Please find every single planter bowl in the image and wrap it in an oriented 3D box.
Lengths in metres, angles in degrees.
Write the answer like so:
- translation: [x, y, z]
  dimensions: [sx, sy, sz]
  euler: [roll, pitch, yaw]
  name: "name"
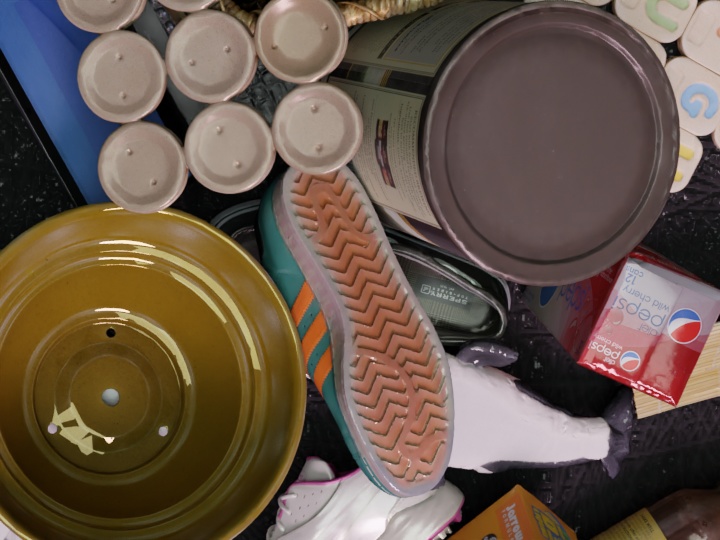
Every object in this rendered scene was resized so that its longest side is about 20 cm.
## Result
- translation: [-0.135, 0.068, 1.020]
  dimensions: [0.198, 0.083, 0.203]
  euler: [3, 81, -16]
  name: "planter bowl"

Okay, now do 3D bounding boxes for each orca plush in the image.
- translation: [0.075, 0.074, 1.129]
  dimensions: [0.198, 0.071, 0.106]
  euler: [-1, 119, -19]
  name: "orca plush"

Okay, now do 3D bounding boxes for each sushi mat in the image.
- translation: [0.265, 0.045, 1.138]
  dimensions: [0.198, 0.096, 0.012]
  euler: [-14, 60, -2]
  name: "sushi mat"

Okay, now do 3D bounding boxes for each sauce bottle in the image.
- translation: [0.191, 0.183, 1.159]
  dimensions: [0.199, 0.065, 0.065]
  euler: [-31, 100, 3]
  name: "sauce bottle"

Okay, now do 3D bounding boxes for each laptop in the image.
- translation: [-0.107, -0.144, 1.064]
  dimensions: [0.199, 0.103, 0.178]
  euler: [-28, 101, 1]
  name: "laptop"

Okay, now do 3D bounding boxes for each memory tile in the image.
- translation: [-0.087, -0.140, 0.980]
  dimensions: [0.152, 0.017, 0.202]
  euler: [-13, 93, 6]
  name: "memory tile"

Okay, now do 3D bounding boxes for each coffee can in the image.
- translation: [0.070, -0.081, 1.025]
  dimensions: [0.145, 0.200, 0.148]
  euler: [-3, 100, -17]
  name: "coffee can"

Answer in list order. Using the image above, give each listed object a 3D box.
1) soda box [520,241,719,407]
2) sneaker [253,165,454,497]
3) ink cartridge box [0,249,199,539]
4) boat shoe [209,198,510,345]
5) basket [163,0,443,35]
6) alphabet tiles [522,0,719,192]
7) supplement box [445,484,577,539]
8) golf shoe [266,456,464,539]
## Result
- translation: [0.148, 0.017, 1.060]
  dimensions: [0.063, 0.200, 0.071]
  euler: [24, 96, -7]
  name: "soda box"
- translation: [-0.007, 0.038, 1.040]
  dimensions: [0.071, 0.080, 0.202]
  euler: [-14, 77, -28]
  name: "sneaker"
- translation: [-0.187, 0.105, 1.107]
  dimensions: [0.199, 0.084, 0.146]
  euler: [37, 93, -8]
  name: "ink cartridge box"
- translation: [0.000, 0.000, 1.111]
  dimensions: [0.198, 0.071, 0.073]
  euler: [10, 98, -5]
  name: "boat shoe"
- translation: [-0.048, -0.230, 1.007]
  dimensions: [0.141, 0.149, 0.202]
  euler: [-12, 96, -26]
  name: "basket"
- translation: [0.204, -0.156, 1.131]
  dimensions: [0.194, 0.015, 0.201]
  euler: [28, 96, -8]
  name: "alphabet tiles"
- translation: [0.048, 0.224, 1.128]
  dimensions: [0.199, 0.067, 0.069]
  euler: [-39, 120, 13]
  name: "supplement box"
- translation: [-0.034, 0.173, 1.143]
  dimensions: [0.199, 0.075, 0.092]
  euler: [-34, 91, -6]
  name: "golf shoe"
